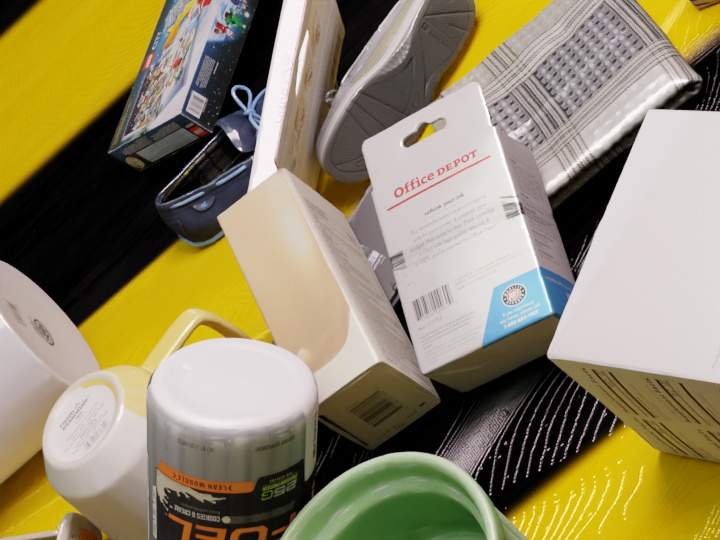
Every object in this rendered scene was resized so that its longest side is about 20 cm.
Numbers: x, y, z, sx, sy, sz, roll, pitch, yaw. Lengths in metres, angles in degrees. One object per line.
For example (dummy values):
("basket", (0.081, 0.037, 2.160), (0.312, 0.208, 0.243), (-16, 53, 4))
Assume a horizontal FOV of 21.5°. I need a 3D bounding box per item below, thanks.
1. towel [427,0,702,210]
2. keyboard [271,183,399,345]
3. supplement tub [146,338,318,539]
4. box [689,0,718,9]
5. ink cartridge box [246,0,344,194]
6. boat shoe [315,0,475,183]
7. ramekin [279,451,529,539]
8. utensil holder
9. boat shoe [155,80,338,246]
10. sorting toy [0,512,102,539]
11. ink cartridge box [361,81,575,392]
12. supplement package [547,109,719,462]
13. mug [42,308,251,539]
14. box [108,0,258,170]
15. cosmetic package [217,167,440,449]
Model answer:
("towel", (0.151, -0.138, 1.506), (0.200, 0.035, 0.193), (-41, 42, 12))
("keyboard", (0.000, 0.000, 1.548), (0.104, 0.040, 0.200), (29, 83, 29))
("supplement tub", (-0.093, 0.160, 1.369), (0.122, 0.200, 0.123), (2, 30, -1))
("box", (0.324, -0.270, 1.421), (0.200, 0.070, 0.064), (-19, 52, 31))
("ink cartridge box", (-0.058, -0.148, 1.565), (0.044, 0.174, 0.200), (6, 72, 10))
("boat shoe", (0.023, -0.162, 1.613), (0.065, 0.074, 0.202), (12, 70, 58))
("ramekin", (0.034, 0.233, 1.284), (0.200, 0.098, 0.200), (-24, 47, 28))
("utensil holder", (-0.351, 0.112, 1.672), (0.200, 0.170, 0.170), (-40, 42, 8))
("boat shoe", (-0.099, -0.109, 1.681), (0.200, 0.069, 0.084), (-52, 41, -2))
("sorting toy", (-0.284, 0.302, 1.527), (0.200, 0.107, 0.180), (-12, 61, 35))
("ink cartridge box", (0.083, -0.026, 1.418), (0.116, 0.068, 0.200), (-27, 63, 24))
("supplement package", (0.264, 0.017, 1.201), (0.200, 0.147, 0.191), (7, 66, 45))
("mug", (-0.165, 0.134, 1.495), (0.149, 0.153, 0.187), (-20, 49, 32))
("box", (-0.160, -0.203, 1.793), (0.137, 0.038, 0.200), (-21, 46, 53))
("cosmetic package", (-0.026, 0.029, 1.457), (0.071, 0.105, 0.200), (-36, 54, 13))
